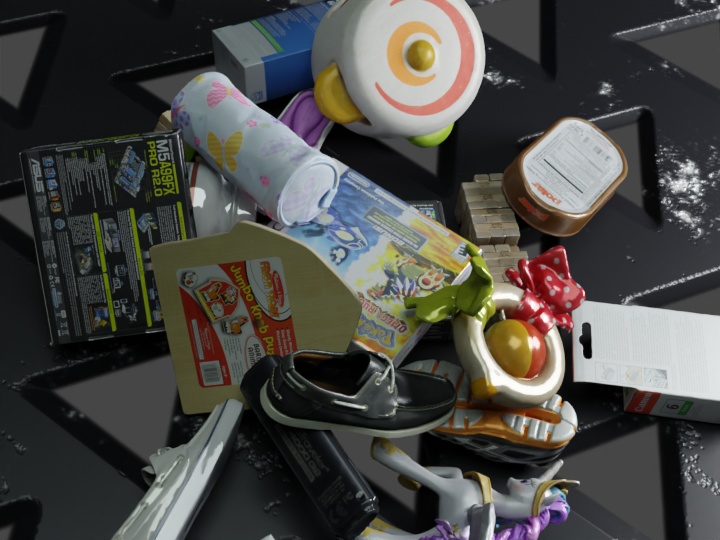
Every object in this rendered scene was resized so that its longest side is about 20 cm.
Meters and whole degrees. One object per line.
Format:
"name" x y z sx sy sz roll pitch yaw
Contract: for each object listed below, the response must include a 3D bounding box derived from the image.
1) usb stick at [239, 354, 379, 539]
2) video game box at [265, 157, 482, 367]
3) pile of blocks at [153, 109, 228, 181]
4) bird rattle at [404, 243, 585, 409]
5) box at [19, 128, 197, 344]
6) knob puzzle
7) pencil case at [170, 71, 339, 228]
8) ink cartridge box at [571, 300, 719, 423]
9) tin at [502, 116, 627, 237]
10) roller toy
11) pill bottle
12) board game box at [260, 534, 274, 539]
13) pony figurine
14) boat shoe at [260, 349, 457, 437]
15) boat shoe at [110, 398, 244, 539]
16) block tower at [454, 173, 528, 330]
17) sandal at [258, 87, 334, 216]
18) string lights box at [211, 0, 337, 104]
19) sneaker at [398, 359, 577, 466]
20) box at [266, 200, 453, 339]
"usb stick" -0.050 0.161 1.129 0.055 0.033 0.200 -45 57 12
"video game box" -0.004 -0.005 1.256 0.199 0.047 0.182 32 59 15
"pile of blocks" -0.147 -0.128 1.379 0.199 0.083 0.062 23 36 22
"bird rattle" 0.144 0.060 1.193 0.199 0.112 0.164 12 59 -43
"box" -0.247 -0.034 1.224 0.159 0.201 0.044 -8 12 -3
"knob puzzle" -0.094 0.045 1.191 0.218 0.221 0.030 16 18 4
"pencil case" -0.111 -0.129 1.261 0.200 0.083 0.090 39 34 29
"ink cartridge box" 0.320 0.098 1.296 0.199 0.050 0.110 7 54 -1
"tin" 0.242 -0.114 1.413 0.112 0.042 0.200 39 45 10
"roller toy" 0.043 -0.247 1.405 0.199 0.140 0.184 11 91 -24
"pill bottle" -0.211 -0.064 1.301 0.199 0.112 0.113 5 54 -5
"board game box" -0.130 0.339 1.070 0.199 0.035 0.126 -27 61 -24
"pony figurine" 0.090 0.244 1.112 0.199 0.167 0.194 6 49 18
"boat shoe" 0.009 0.110 1.129 0.199 0.068 0.072 7 38 -27
"boat shoe" -0.176 0.200 1.146 0.065 0.072 0.201 25 63 5
"block tower" 0.152 -0.013 1.350 0.054 0.058 0.201 -4 53 -10
"sandal" -0.083 -0.149 1.417 0.082 0.050 0.203 15 54 3
"string lights box" -0.071 -0.276 1.490 0.199 0.059 0.103 -19 44 -20
"sneaker" 0.114 0.152 1.216 0.199 0.077 0.079 16 53 12
"box" 0.000 0.000 1.316 0.199 0.044 0.161 -1 54 -8
